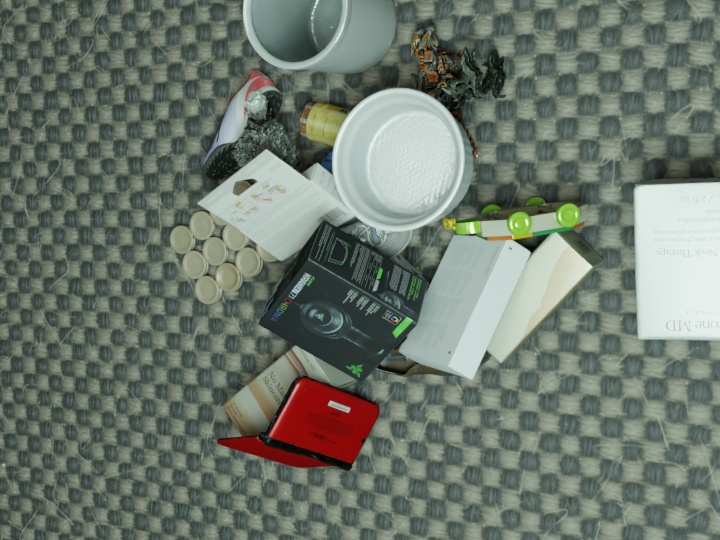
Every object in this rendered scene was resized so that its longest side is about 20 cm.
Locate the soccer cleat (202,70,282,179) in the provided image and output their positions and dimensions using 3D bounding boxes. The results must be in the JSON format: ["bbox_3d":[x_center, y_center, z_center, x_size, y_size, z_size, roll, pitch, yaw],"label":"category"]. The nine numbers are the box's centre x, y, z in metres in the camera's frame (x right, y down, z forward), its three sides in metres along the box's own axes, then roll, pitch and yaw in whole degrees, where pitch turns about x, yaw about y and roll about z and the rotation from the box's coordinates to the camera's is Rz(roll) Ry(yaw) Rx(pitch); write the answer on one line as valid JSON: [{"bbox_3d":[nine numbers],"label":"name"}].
[{"bbox_3d":[-0.204,-0.239,1.655,0.200,0.068,0.073,-51,52,25],"label":"soccer cleat"}]

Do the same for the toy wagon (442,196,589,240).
[{"bbox_3d":[0.214,-0.070,1.396,0.198,0.155,0.040,-10,98,-6],"label":"toy wagon"}]

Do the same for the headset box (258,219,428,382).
[{"bbox_3d":[-0.020,0.053,1.471,0.199,0.093,0.174,31,133,-12],"label":"headset box"}]

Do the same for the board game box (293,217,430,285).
[{"bbox_3d":[0.000,0.000,1.597,0.200,0.035,0.126,46,111,14],"label":"board game box"}]

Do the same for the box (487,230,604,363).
[{"bbox_3d":[0.253,0.034,1.453,0.078,0.095,0.200,45,113,12],"label":"box"}]

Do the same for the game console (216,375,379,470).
[{"bbox_3d":[-0.097,0.247,1.596,0.118,0.199,0.173,29,91,46],"label":"game console"}]

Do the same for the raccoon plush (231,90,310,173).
[{"bbox_3d":[-0.131,-0.177,1.565,0.097,0.200,0.134,-45,75,-5],"label":"raccoon plush"}]

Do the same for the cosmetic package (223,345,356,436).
[{"bbox_3d":[-0.117,0.201,1.645,0.200,0.087,0.104,-41,78,23],"label":"cosmetic package"}]

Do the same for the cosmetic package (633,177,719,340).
[{"bbox_3d":[0.457,-0.020,1.312,0.166,0.166,0.202,-1,97,24],"label":"cosmetic package"}]

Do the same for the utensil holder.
[{"bbox_3d":[-0.053,-0.379,1.486,0.169,0.200,0.172,3,97,25],"label":"utensil holder"}]

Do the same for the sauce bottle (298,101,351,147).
[{"bbox_3d":[0.001,-0.213,1.557,0.199,0.066,0.067,19,103,19],"label":"sauce bottle"}]

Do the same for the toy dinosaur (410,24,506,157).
[{"bbox_3d":[0.142,-0.272,1.485,0.135,0.102,0.201,-22,105,40],"label":"toy dinosaur"}]

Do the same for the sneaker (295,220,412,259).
[{"bbox_3d":[-0.011,-0.035,1.533,0.199,0.082,0.075,-25,85,23],"label":"sneaker"}]

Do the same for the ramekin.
[{"bbox_3d":[0.068,-0.156,1.439,0.199,0.098,0.202,1,92,23],"label":"ramekin"}]

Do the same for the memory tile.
[{"bbox_3d":[-0.230,-0.046,1.708,0.199,0.017,0.154,-32,82,24],"label":"memory tile"}]

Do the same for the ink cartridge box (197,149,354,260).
[{"bbox_3d":[-0.128,-0.109,1.545,0.176,0.045,0.199,36,139,-24],"label":"ink cartridge box"}]

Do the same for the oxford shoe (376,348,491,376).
[{"bbox_3d":[0.106,0.135,1.538,0.199,0.084,0.073,-11,90,24],"label":"oxford shoe"}]

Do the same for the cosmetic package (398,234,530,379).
[{"bbox_3d":[0.148,0.048,1.440,0.051,0.151,0.201,29,81,-21],"label":"cosmetic package"}]

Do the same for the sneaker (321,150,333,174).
[{"bbox_3d":[0.029,-0.141,1.552,0.198,0.066,0.079,14,78,15],"label":"sneaker"}]
